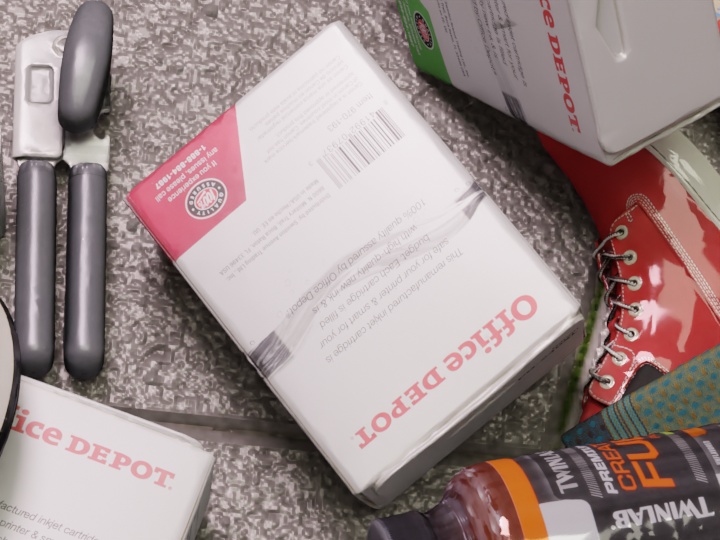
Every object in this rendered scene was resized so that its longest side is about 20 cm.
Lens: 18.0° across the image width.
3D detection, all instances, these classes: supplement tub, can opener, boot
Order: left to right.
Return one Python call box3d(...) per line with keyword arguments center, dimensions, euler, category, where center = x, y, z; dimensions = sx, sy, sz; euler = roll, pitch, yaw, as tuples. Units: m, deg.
box3d(center=(-0.157, -0.043, 1.192), dimensions=(0.052, 0.067, 0.202), euler=(2, 70, -7), category="can opener")
box3d(center=(0.106, 0.133, 1.040), dimensions=(0.198, 0.107, 0.108), euler=(-8, 67, -13), category="supplement tub")
box3d(center=(0.136, 0.006, 1.200), dimensions=(0.144, 0.072, 0.200), euler=(-40, 79, -19), category="boot")

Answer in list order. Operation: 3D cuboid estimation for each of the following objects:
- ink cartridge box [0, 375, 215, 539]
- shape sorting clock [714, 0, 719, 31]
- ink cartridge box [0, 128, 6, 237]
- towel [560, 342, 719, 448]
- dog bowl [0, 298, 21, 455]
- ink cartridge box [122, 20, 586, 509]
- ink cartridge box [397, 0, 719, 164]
box3d(center=(-0.169, 0.162, 1.082), dimensions=(0.145, 0.084, 0.201), euler=(20, 65, 3), category="ink cartridge box")
box3d(center=(0.213, -0.176, 1.285), dimensions=(0.198, 0.039, 0.201), euler=(9, 43, -8), category="shape sorting clock")
box3d(center=(-0.277, -0.064, 1.122), dimensions=(0.198, 0.174, 0.044), euler=(-5, 66, -9), category="ink cartridge box")
box3d(center=(0.208, 0.100, 1.106), dimensions=(0.022, 0.199, 0.148), euler=(-14, 74, -58), category="towel")
box3d(center=(-0.258, 0.066, 1.061), dimensions=(0.199, 0.074, 0.201), euler=(-21, 47, 24), category="dog bowl")
box3d(center=(0.000, 0.000, 1.158), dimensions=(0.145, 0.083, 0.200), euler=(-39, 75, -2), category="ink cartridge box")
box3d(center=(0.091, -0.158, 1.170), dimensions=(0.084, 0.147, 0.200), euler=(-27, 31, -18), category="ink cartridge box")
